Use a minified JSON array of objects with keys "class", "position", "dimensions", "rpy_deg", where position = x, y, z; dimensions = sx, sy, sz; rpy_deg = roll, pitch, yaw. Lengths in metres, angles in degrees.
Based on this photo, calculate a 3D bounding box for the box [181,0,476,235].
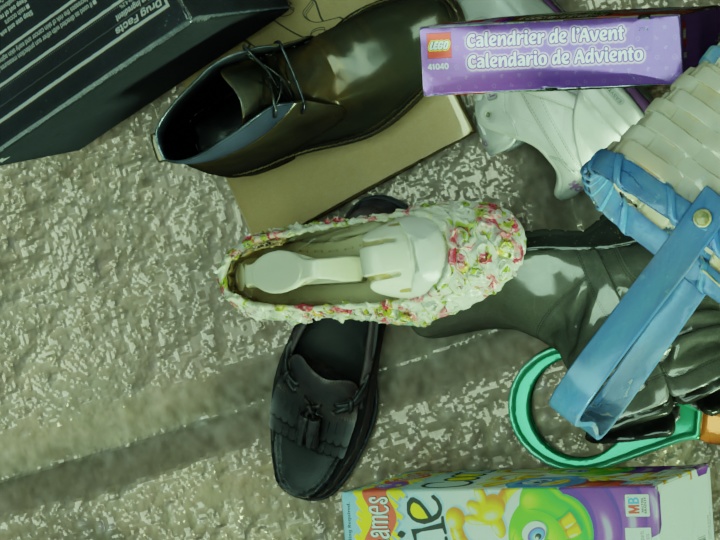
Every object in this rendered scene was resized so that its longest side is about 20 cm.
[{"class":"box","position":[-0.038,-0.140,1.486],"dimensions":[0.163,0.021,0.201],"rpy_deg":[-28,84,22]}]

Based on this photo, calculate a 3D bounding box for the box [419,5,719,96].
[{"class":"box","position":[0.120,-0.121,1.286],"dimensions":[0.136,0.200,0.039],"rpy_deg":[-2,97,15]}]

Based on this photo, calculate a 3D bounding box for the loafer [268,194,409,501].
[{"class":"loafer","position":[-0.019,0.049,1.473],"dimensions":[0.071,0.063,0.201],"rpy_deg":[19,97,15]}]

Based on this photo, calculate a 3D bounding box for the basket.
[{"class":"basket","position":[0.163,-0.005,1.158],"dimensions":[0.139,0.176,0.200],"rpy_deg":[40,92,10]}]

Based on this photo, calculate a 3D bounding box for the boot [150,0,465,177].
[{"class":"boot","position":[-0.033,-0.107,1.419],"dimensions":[0.199,0.097,0.075],"rpy_deg":[-29,83,25]}]

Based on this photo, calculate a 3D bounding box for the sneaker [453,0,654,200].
[{"class":"sneaker","position":[0.086,-0.130,1.432],"dimensions":[0.100,0.075,0.200],"rpy_deg":[-46,78,16]}]

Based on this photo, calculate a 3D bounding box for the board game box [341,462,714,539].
[{"class":"board game box","position":[0.101,0.174,1.405],"dimensions":[0.199,0.103,0.106],"rpy_deg":[-4,91,26]}]

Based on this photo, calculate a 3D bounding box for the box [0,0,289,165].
[{"class":"box","position":[-0.183,-0.197,1.464],"dimensions":[0.199,0.123,0.199],"rpy_deg":[-29,83,31]}]

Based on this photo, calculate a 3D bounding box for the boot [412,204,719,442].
[{"class":"boot","position":[0.127,0.042,1.406],"dimensions":[0.199,0.068,0.131],"rpy_deg":[-16,69,14]}]

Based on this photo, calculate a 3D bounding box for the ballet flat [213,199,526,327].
[{"class":"ballet flat","position":[0.000,0.000,1.397],"dimensions":[0.199,0.064,0.076],"rpy_deg":[-11,83,29]}]

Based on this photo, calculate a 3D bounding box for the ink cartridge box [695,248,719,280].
[{"class":"ink cartridge box","position":[0.253,-0.065,1.323],"dimensions":[0.083,0.200,0.145],"rpy_deg":[8,94,19]}]

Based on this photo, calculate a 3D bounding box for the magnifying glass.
[{"class":"magnifying glass","position":[0.187,0.090,1.438],"dimensions":[0.199,0.022,0.080],"rpy_deg":[6,93,15]}]
